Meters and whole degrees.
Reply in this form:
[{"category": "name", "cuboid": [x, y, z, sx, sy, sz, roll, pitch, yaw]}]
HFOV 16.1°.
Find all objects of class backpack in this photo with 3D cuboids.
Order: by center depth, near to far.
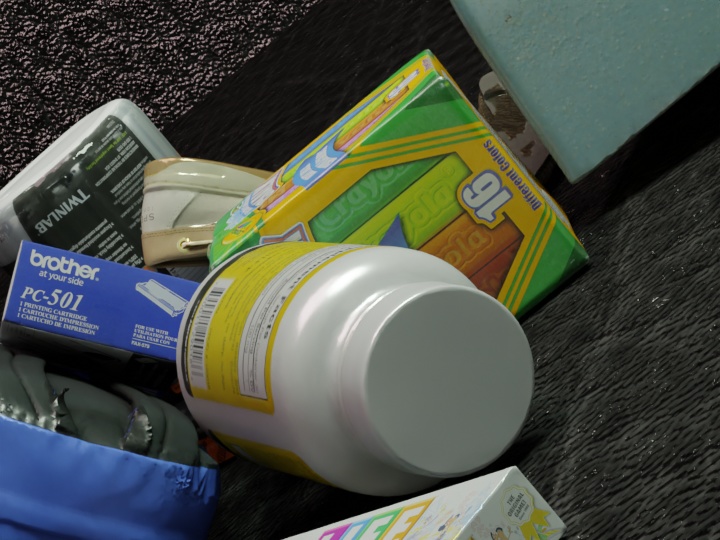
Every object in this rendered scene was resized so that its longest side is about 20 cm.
[{"category": "backpack", "cuboid": [-0.154, 0.126, 1.242, 0.200, 0.162, 0.169, -173, 95, -71]}]

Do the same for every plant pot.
[{"category": "plant pot", "cuboid": [0.142, -0.205, 1.360, 0.196, 0.200, 0.196, -40, 3, 30]}]

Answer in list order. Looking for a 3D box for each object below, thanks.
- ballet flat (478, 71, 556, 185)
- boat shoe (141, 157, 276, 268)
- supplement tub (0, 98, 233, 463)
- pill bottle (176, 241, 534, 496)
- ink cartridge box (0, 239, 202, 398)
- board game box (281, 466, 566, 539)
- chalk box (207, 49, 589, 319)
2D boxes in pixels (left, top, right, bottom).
[{"category": "ballet flat", "cuboid": [0.089, -0.069, 1.532, 0.067, 0.047, 0.200, -6, 24, 9]}, {"category": "boat shoe", "cuboid": [-0.026, -0.013, 1.416, 0.074, 0.199, 0.069, 109, 169, -82]}, {"category": "supplement tub", "cuboid": [-0.119, 0.010, 1.486, 0.122, 0.200, 0.123, -38, 11, 9]}, {"category": "pill bottle", "cuboid": [-0.002, 0.044, 1.155, 0.111, 0.111, 0.200, -43, 17, -16]}, {"category": "ink cartridge box", "cuboid": [-0.139, 0.031, 1.323, 0.200, 0.094, 0.044, 137, 146, -77]}, {"category": "board game box", "cuboid": [-0.021, 0.150, 1.006, 0.134, 0.034, 0.200, -47, 12, -34]}, {"category": "chalk box", "cuboid": [0.000, 0.000, 1.320, 0.200, 0.125, 0.124, -40, 10, 6]}]
